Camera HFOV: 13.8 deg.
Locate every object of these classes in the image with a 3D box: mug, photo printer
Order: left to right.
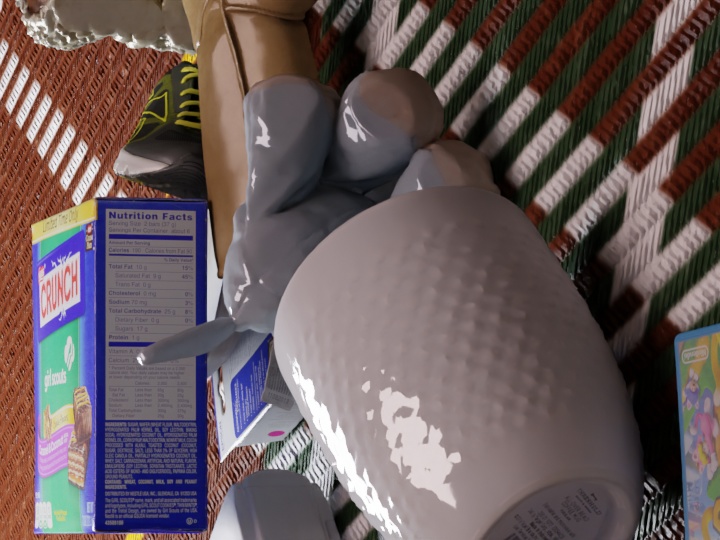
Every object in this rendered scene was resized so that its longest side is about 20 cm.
[{"bbox_3d":[-0.060,0.248,1.835,0.200,0.069,0.167,111,152,-42],"label":"photo printer"},{"bbox_3d":[0.063,0.087,1.440,0.176,0.147,0.200,59,174,43],"label":"mug"}]

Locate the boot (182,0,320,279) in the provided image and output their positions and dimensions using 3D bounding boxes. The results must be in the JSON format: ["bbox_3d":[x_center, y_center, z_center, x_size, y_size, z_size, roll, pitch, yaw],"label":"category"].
[{"bbox_3d":[-0.032,-0.111,1.753,0.175,0.066,0.201,-20,76,43],"label":"boot"}]

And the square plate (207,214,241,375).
[{"bbox_3d":[-0.092,-0.002,1.916,0.198,0.028,0.201,138,149,-65],"label":"square plate"}]

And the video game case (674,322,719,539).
[{"bbox_3d":[0.177,0.119,1.274,0.143,0.018,0.201,160,110,-68],"label":"video game case"}]

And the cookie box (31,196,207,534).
[{"bbox_3d":[-0.150,0.061,1.830,0.171,0.075,0.201,165,106,-70],"label":"cookie box"}]

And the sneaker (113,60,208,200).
[{"bbox_3d":[-0.114,-0.093,1.908,0.200,0.074,0.085,-136,67,-77],"label":"sneaker"}]

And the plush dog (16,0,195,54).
[{"bbox_3d":[-0.109,-0.212,1.919,0.200,0.160,0.172,-46,23,17],"label":"plush dog"}]

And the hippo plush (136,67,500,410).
[{"bbox_3d":[0.000,0.000,1.629,0.161,0.159,0.201,61,-133,-71],"label":"hippo plush"}]

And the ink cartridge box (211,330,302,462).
[{"bbox_3d":[-0.051,0.045,1.868,0.200,0.037,0.095,134,134,-58],"label":"ink cartridge box"}]

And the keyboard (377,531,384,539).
[{"bbox_3d":[0.033,0.089,1.634,0.200,0.040,0.104,117,148,-52],"label":"keyboard"}]
